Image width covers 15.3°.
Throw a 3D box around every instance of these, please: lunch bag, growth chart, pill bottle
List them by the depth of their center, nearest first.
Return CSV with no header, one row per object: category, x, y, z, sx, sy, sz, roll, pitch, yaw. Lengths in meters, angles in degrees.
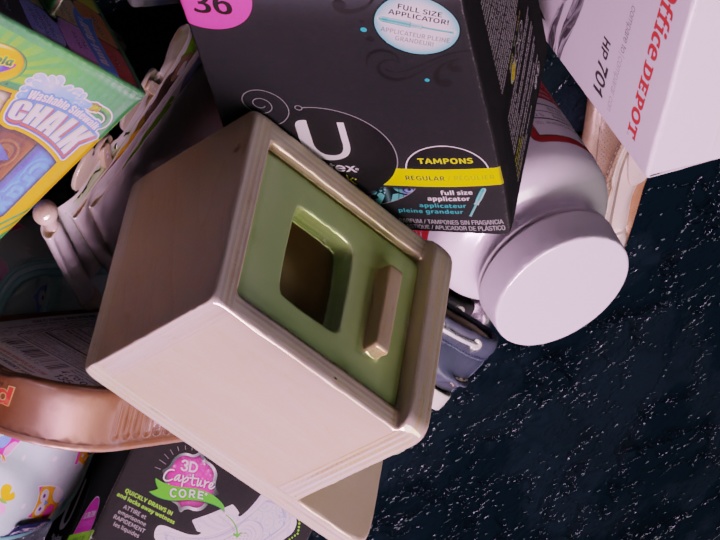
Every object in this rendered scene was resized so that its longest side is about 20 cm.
growth chart,-0.108,-0.070,1.463,0.200,0.018,0.145,-53,160,-24
lunch bag,-0.208,0.068,1.541,0.160,0.077,0.201,-5,123,-60
pill bottle,0.072,-0.057,1.547,0.112,0.200,0.113,-19,142,-15

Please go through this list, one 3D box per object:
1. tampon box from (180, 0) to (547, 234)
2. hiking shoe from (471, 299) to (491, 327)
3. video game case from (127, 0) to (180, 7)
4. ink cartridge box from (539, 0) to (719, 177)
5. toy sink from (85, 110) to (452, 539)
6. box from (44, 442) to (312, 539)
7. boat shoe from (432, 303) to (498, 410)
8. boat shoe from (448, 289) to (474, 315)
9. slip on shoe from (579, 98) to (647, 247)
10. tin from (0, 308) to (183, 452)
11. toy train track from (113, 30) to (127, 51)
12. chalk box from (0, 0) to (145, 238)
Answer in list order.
tampon box,0.006,-0.129,1.401,0.149,0.127,0.200,3,147,15
hiking shoe,0.045,-0.004,1.674,0.199,0.101,0.076,-10,139,-26
video game case,-0.043,-0.227,1.421,0.142,0.018,0.201,-10,139,-27
ink cartridge box,0.156,-0.174,1.468,0.085,0.200,0.147,-14,140,-21
toy sink,-0.026,0.034,1.412,0.112,0.131,0.200,-27,127,37
box,-0.107,0.149,1.608,0.124,0.148,0.201,29,75,-12
boat shoe,0.000,0.000,1.531,0.062,0.075,0.200,-44,112,7
boat shoe,-0.007,-0.025,1.594,0.066,0.070,0.200,-43,107,4
slip on shoe,0.154,-0.063,1.723,0.060,0.076,0.200,19,143,2
tin,-0.133,0.057,1.447,0.199,0.112,0.042,-4,118,-51
toy train track,-0.203,-0.058,1.494,0.200,0.033,0.115,-42,142,16
chalk box,-0.202,-0.112,1.354,0.200,0.125,0.124,-41,142,16
